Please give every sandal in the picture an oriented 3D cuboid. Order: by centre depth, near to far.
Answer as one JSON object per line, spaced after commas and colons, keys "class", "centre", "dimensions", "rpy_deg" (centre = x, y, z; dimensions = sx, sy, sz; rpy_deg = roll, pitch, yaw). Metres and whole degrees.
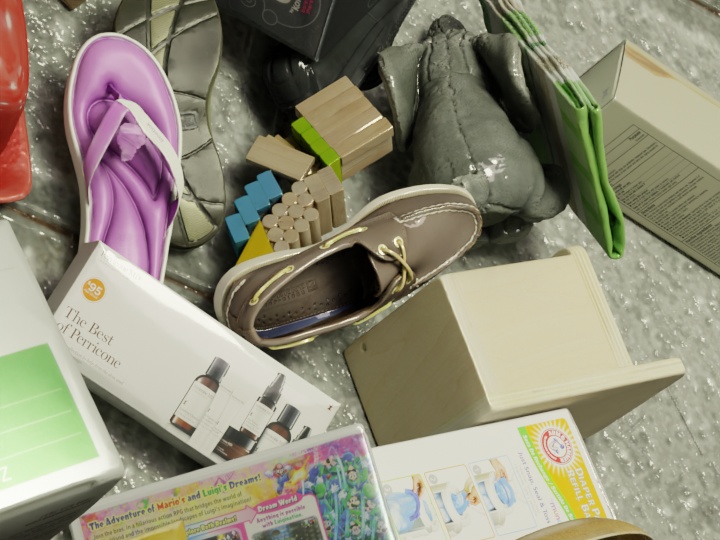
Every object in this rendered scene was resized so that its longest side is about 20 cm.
{"class": "sandal", "centre": [-0.154, -0.065, 1.638], "dimensions": [0.082, 0.050, 0.204], "rpy_deg": [0, 79, -22]}
{"class": "sandal", "centre": [-0.139, -0.112, 1.709], "dimensions": [0.079, 0.057, 0.203], "rpy_deg": [0, 82, -17]}

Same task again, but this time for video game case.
{"class": "video game case", "centre": [-0.068, 0.209, 1.524], "dimensions": [0.199, 0.024, 0.183], "rpy_deg": [-16, 72, -3]}

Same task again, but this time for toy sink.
{"class": "toy sink", "centre": [0.112, 0.061, 1.742], "dimensions": [0.199, 0.130, 0.113], "rpy_deg": [-8, 70, -38]}

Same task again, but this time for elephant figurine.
{"class": "elephant figurine", "centre": [0.069, -0.123, 1.808], "dimensions": [0.141, 0.155, 0.201], "rpy_deg": [-1, 73, -35]}

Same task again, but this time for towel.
{"class": "towel", "centre": [0.148, -0.117, 1.824], "dimensions": [0.031, 0.150, 0.200], "rpy_deg": [-23, 40, -6]}

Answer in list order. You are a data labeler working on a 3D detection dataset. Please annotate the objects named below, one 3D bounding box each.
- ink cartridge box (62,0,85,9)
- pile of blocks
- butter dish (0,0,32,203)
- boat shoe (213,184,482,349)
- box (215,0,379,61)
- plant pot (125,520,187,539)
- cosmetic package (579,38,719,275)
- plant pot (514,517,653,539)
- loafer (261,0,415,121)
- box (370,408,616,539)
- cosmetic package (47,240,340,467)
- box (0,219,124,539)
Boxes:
{"class": "ink cartridge box", "centre": [-0.136, -0.294, 1.735], "dimensions": [0.075, 0.165, 0.200], "rpy_deg": [47, 48, -7]}
{"class": "pile of blocks", "centre": [-0.049, -0.044, 1.729], "dimensions": [0.082, 0.062, 0.201], "rpy_deg": [25, 64, 17]}
{"class": "butter dish", "centre": [-0.287, -0.160, 1.560], "dimensions": [0.199, 0.148, 0.201], "rpy_deg": [3, 63, -35]}
{"class": "boat shoe", "centre": [0.000, 0.000, 1.649], "dimensions": [0.199, 0.059, 0.072], "rpy_deg": [-21, 114, -16]}
{"class": "box", "centre": [-0.014, -0.266, 1.779], "dimensions": [0.106, 0.123, 0.200], "rpy_deg": [29, 44, 12]}
{"class": "plant pot", "centre": [-0.186, 0.280, 1.363], "dimensions": [0.194, 0.195, 0.201], "rpy_deg": [-17, 82, -41]}
{"class": "cosmetic package", "centre": [0.255, -0.088, 1.951], "dimensions": [0.199, 0.105, 0.071], "rpy_deg": [33, 49, -20]}
{"class": "plant pot", "centre": [0.101, 0.216, 1.602], "dimensions": [0.199, 0.200, 0.028], "rpy_deg": [-9, 61, -39]}
{"class": "loafer", "centre": [-0.007, -0.170, 1.834], "dimensions": [0.201, 0.068, 0.071], "rpy_deg": [-50, 119, -47]}
{"class": "box", "centre": [0.060, 0.174, 1.650], "dimensions": [0.199, 0.112, 0.102], "rpy_deg": [-9, 68, -38]}
{"class": "cosmetic package", "centre": [-0.117, 0.069, 1.602], "dimensions": [0.199, 0.051, 0.083], "rpy_deg": [34, 75, -16]}
{"class": "box", "centre": [-0.282, 0.103, 1.379], "dimensions": [0.198, 0.200, 0.172], "rpy_deg": [-17, 74, -40]}
